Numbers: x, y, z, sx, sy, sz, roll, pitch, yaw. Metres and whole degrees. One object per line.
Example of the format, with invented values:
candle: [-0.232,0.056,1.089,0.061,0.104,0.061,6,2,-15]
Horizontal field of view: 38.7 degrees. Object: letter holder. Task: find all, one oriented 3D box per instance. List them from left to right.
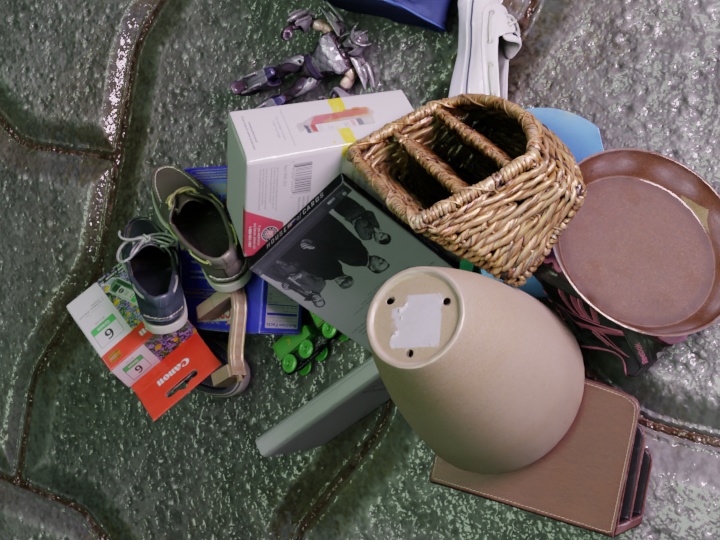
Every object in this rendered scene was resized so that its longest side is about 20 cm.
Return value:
letter holder: [0.191,0.170,1.053,0.200,0.100,0.143,11,90,30]

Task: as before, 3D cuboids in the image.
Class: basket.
basket: [0.103,-0.104,0.984,0.143,0.149,0.200,-56,29,13]

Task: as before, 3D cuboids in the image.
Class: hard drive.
hard drive: [-0.008,0.144,1.151,0.200,0.132,0.026,-37,71,23]

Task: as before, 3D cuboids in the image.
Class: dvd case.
dvd case: [0.000,0.000,1.133,0.150,0.200,0.025,-41,32,21]

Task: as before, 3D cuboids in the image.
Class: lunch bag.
lunch bag: [0.019,-0.364,1.166,0.200,0.136,0.133,23,98,31]

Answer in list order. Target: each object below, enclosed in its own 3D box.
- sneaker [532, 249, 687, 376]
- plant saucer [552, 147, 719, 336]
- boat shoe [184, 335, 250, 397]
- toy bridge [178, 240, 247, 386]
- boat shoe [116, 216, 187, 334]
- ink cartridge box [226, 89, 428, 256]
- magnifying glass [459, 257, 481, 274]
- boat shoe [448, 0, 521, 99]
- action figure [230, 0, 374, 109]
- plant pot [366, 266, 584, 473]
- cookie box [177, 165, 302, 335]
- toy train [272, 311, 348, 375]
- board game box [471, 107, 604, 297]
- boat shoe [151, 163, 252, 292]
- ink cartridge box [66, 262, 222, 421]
sneaker: [0.225,0.036,1.040,0.200,0.079,0.096,34,121,8]
plant saucer: [0.273,-0.025,0.996,0.201,0.200,0.035,64,159,18]
boat shoe: [-0.241,0.109,1.312,0.200,0.093,0.075,20,97,30]
toy bridge: [-0.163,0.037,1.198,0.067,0.027,0.200,-33,64,35]
boat shoe: [-0.252,-0.009,1.228,0.200,0.075,0.062,-110,14,-48]
ink cartridge box: [-0.040,-0.107,1.120,0.145,0.199,0.084,99,155,-47]
magnifying glass: [0.121,0.010,1.125,0.022,0.080,0.201,-7,73,28]
boat shoe: [0.144,-0.248,1.118,0.067,0.074,0.201,3,81,26]
action figure: [-0.066,-0.240,1.243,0.200,0.069,0.130,-25,87,32]
plant pot: [0.091,0.075,0.951,0.187,0.200,0.188,-11,64,24]
cookie box: [-0.148,-0.025,1.260,0.171,0.075,0.201,3,87,43]
toy train: [-0.028,0.053,1.224,0.200,0.042,0.056,-42,57,21]
board game box: [0.196,-0.073,1.103,0.158,0.039,0.201,-14,85,24]
boat shoe: [-0.191,-0.063,1.192,0.072,0.060,0.202,-31,57,-11]
ink cartridge box: [-0.264,0.077,1.241,0.109,0.050,0.200,-40,51,-7]
